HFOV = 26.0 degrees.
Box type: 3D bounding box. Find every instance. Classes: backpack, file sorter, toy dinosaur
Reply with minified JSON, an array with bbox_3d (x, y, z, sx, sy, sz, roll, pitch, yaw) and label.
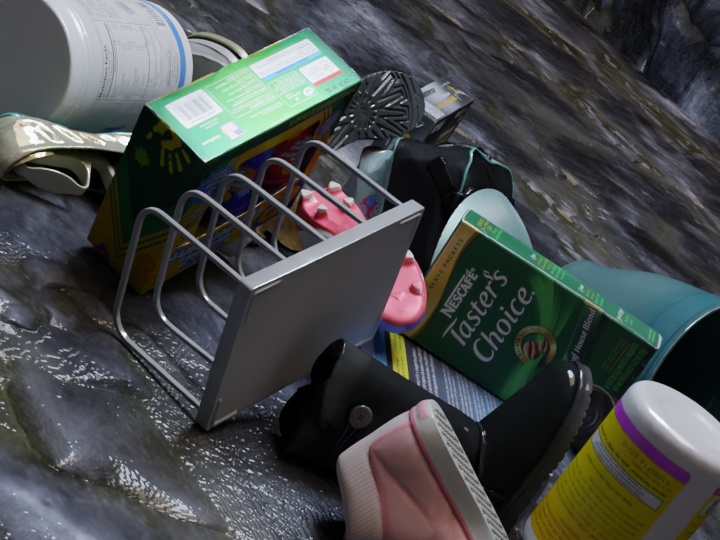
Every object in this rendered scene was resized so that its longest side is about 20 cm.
[{"bbox_3d":[0.074,-0.041,1.549,0.153,0.176,0.200,10,3,29],"label":"backpack"},{"bbox_3d":[-0.075,0.001,1.197,0.124,0.139,0.200,37,39,23],"label":"file sorter"},{"bbox_3d":[-0.078,-0.063,1.563,0.200,0.058,0.101,-15,67,-55],"label":"toy dinosaur"}]

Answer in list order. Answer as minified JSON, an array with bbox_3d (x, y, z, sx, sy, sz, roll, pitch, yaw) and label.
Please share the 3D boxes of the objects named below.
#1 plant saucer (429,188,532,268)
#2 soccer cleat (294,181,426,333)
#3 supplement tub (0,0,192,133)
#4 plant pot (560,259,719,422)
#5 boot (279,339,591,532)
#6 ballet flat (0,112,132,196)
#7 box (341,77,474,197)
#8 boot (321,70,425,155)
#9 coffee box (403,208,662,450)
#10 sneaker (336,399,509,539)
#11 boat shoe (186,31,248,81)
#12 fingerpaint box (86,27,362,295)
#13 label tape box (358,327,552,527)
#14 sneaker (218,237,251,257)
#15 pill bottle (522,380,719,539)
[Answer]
[{"bbox_3d":[0.124,0.025,1.457,0.039,0.202,0.201,9,5,31],"label":"plant saucer"},{"bbox_3d":[0.000,0.000,1.356,0.067,0.077,0.200,-18,43,-21],"label":"soccer cleat"},{"bbox_3d":[-0.256,-0.188,1.424,0.132,0.132,0.200,41,22,17],"label":"supplement tub"},{"bbox_3d":[0.269,0.086,1.577,0.188,0.201,0.200,31,13,40],"label":"plant pot"},{"bbox_3d":[0.059,0.104,1.203,0.200,0.165,0.066,29,5,-14],"label":"boot"},{"bbox_3d":[-0.233,-0.086,1.346,0.200,0.067,0.062,7,48,-39],"label":"ballet flat"},{"bbox_3d":[0.048,-0.128,1.732,0.048,0.159,0.200,35,19,6],"label":"box"},{"bbox_3d":[-0.058,-0.152,1.551,0.165,0.066,0.200,-18,11,-37],"label":"boot"},{"bbox_3d":[0.142,0.052,1.341,0.200,0.123,0.044,35,22,3],"label":"coffee box"},{"bbox_3d":[0.050,0.201,1.137,0.201,0.104,0.075,63,8,-9],"label":"sneaker"},{"bbox_3d":[-0.194,-0.198,1.565,0.200,0.075,0.068,12,37,39],"label":"boat shoe"},{"bbox_3d":[-0.110,-0.090,1.282,0.073,0.167,0.200,45,44,12],"label":"fingerpaint box"},{"bbox_3d":[0.057,0.119,1.326,0.200,0.066,0.143,26,21,-13],"label":"label tape box"},{"bbox_3d":[-0.146,-0.084,1.465,0.081,0.075,0.200,33,27,-29],"label":"sneaker"},{"bbox_3d":[0.192,0.188,1.179,0.104,0.200,0.104,30,20,-12],"label":"pill bottle"}]
